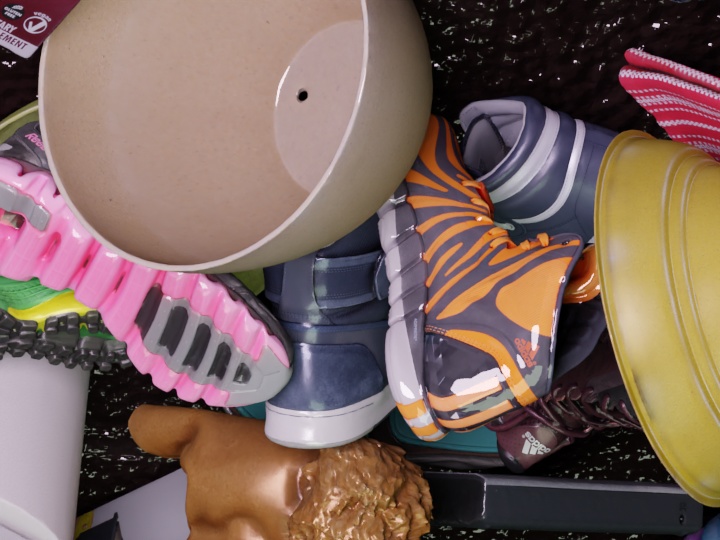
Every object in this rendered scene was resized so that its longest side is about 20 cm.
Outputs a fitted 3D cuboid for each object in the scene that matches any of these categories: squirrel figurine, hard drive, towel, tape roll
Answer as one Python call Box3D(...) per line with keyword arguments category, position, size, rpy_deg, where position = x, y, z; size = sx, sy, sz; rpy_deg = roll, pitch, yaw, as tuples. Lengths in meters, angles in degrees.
Box3D(category="squirrel figurine", position=(-0.040, 0.182, 1.528), size=(0.141, 0.187, 0.200), rpy_deg=(21, 166, -41))
Box3D(category="hard drive", position=(0.089, 0.139, 1.671), size=(0.139, 0.033, 0.200), rpy_deg=(-2, 174, 45))
Box3D(category="towel", position=(0.230, -0.035, 1.497), size=(0.022, 0.145, 0.200), rpy_deg=(-50, 128, -11))
Box3D(category="tape roll", position=(-0.255, 0.102, 1.560), size=(0.202, 0.139, 0.203), rpy_deg=(2, 146, 1))

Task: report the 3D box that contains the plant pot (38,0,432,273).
Box3D(category="plant pot", position=(-0.042, -0.090, 1.388), size=(0.200, 0.200, 0.134), rpy_deg=(-34, 155, 26))

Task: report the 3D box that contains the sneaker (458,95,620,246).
Box3D(category="sneaker", position=(0.077, -0.024, 1.554), size=(0.108, 0.070, 0.200), rpy_deg=(23, 137, -20))

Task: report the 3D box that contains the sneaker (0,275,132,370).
Box3D(category="sneaker", position=(-0.198, 0.003, 1.477), size=(0.200, 0.085, 0.078), rpy_deg=(4, 148, -27))

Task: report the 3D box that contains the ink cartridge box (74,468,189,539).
Box3D(category="ink cartridge box", position=(-0.148, 0.226, 1.783), size=(0.200, 0.083, 0.146), rpy_deg=(-26, 135, 19))

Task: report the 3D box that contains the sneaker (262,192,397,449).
Box3D(category="sneaker", position=(0.001, 0.000, 1.528), size=(0.077, 0.202, 0.146), rpy_deg=(2, 104, 17))

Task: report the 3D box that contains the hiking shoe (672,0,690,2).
Box3D(category="hiking shoe", position=(0.146, -0.162, 1.405), size=(0.200, 0.074, 0.087), rpy_deg=(-12, 138, 4))

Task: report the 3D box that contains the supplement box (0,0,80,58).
Box3D(category="supplement box", position=(-0.147, -0.201, 1.323), size=(0.109, 0.061, 0.200), rpy_deg=(24, 128, -31))

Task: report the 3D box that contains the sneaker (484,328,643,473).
Box3D(category="sneaker", position=(0.134, 0.083, 1.568), size=(0.116, 0.200, 0.076), rpy_deg=(-46, 118, 3))

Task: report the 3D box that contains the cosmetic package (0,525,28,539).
Box3D(category="cosmetic package", position=(-0.244, 0.249, 1.507), size=(0.200, 0.165, 0.165), rpy_deg=(-25, 137, 33))

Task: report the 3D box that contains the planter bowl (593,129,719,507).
Box3D(category="planter bowl", position=(0.198, 0.014, 1.423), size=(0.083, 0.201, 0.200), rpy_deg=(-16, 140, 26))

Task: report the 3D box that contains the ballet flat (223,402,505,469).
Box3D(category="ballet flat", position=(0.005, 0.090, 1.677), size=(0.200, 0.067, 0.064), rpy_deg=(9, 166, -15))

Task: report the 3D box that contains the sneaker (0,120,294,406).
Box3D(category="sneaker", position=(-0.113, -0.010, 1.441), size=(0.200, 0.095, 0.079), rpy_deg=(36, 125, -4))

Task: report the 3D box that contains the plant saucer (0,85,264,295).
Box3D(category="plant saucer", position=(-0.130, -0.038, 1.530), size=(0.200, 0.031, 0.200), rpy_deg=(-4, 139, -4))

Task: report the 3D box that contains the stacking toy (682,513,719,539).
Box3D(category="stacking toy", position=(0.277, 0.156, 1.787), size=(0.085, 0.085, 0.200), rpy_deg=(17, 128, -26))

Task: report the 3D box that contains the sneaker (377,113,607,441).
Box3D(category="sneaker", position=(0.072, -0.008, 1.416), size=(0.112, 0.200, 0.078), rpy_deg=(-18, 142, 19))
